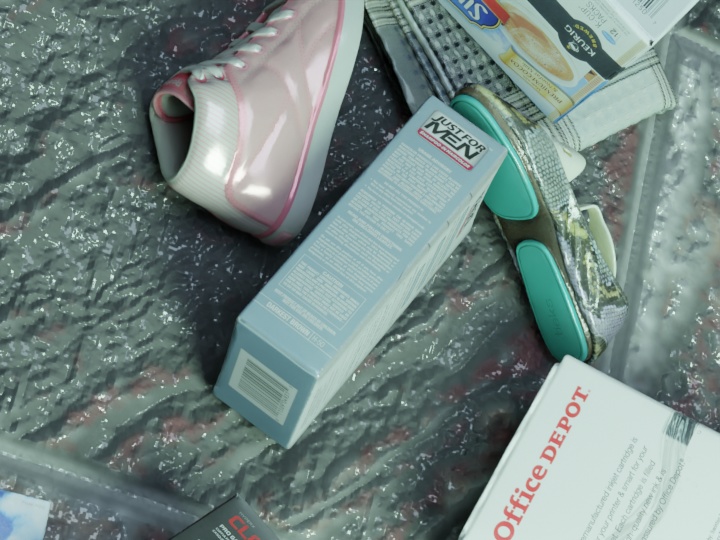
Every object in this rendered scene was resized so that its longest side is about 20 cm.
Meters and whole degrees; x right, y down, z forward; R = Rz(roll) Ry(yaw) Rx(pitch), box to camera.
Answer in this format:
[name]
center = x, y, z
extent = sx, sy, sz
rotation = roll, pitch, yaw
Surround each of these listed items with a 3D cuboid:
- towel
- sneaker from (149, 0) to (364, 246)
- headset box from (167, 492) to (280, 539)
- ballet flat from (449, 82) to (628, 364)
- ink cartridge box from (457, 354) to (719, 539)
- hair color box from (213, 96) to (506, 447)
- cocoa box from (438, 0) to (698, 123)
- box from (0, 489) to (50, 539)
[towel]
center = 0.097, -0.161, 1.579
extent = 0.200, 0.035, 0.193
rotation = -24, 85, -29
[sneaker]
center = -0.066, -0.124, 1.463
extent = 0.104, 0.075, 0.201
rotation = 22, 69, -24
[headset box]
center = -0.081, 0.224, 1.299
extent = 0.149, 0.077, 0.200
rotation = 48, 42, 12
[ballet flat]
center = 0.117, -0.039, 1.511
extent = 0.072, 0.072, 0.201
rotation = -36, 112, -30
[ink cartridge box]
center = 0.172, 0.166, 1.439
extent = 0.200, 0.084, 0.145
rotation = 27, 65, 9
[hair color box]
center = 0.000, 0.000, 1.428
extent = 0.061, 0.099, 0.200
rotation = 36, 60, 8
[cocoa box]
center = 0.121, -0.222, 1.524
extent = 0.200, 0.131, 0.133
rotation = 47, 58, -3
[box]
center = -0.243, 0.210, 1.284
extent = 0.122, 0.048, 0.201
rotation = 17, 67, -21
